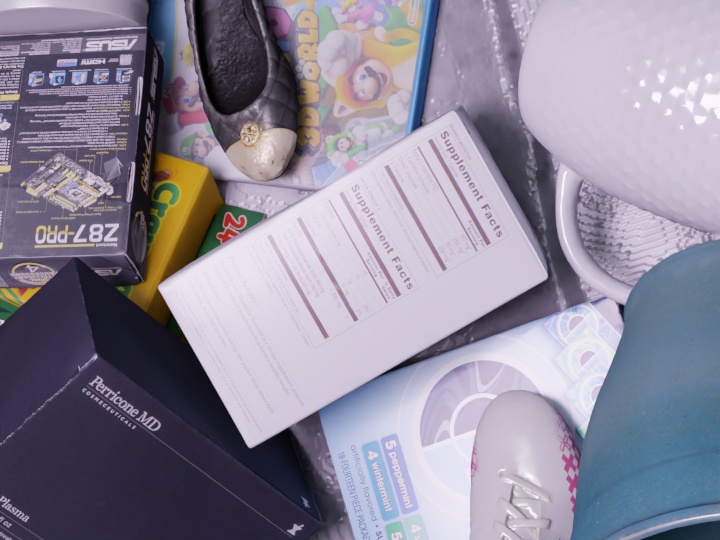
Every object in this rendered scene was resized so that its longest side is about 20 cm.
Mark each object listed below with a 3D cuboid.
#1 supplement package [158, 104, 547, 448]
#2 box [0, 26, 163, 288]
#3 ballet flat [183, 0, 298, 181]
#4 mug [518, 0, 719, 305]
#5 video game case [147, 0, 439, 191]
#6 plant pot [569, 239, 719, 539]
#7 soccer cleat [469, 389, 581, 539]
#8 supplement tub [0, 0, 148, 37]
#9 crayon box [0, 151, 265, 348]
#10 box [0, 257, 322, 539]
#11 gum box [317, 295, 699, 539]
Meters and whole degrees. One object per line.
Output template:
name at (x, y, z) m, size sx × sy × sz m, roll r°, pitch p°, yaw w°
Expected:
supplement package at (0.000, 0.000, 1.019) m, size 0.199 × 0.114 × 0.110 m, roll -30°, pitch 94°, yaw 9°
box at (-0.229, -0.071, 1.089) m, size 0.198 × 0.049 × 0.163 m, roll -2°, pitch 64°, yaw 8°
ballet flat at (-0.087, -0.152, 1.101) m, size 0.066 × 0.057 × 0.202 m, roll -19°, pitch 78°, yaw 18°
mug at (0.178, -0.077, 0.972) m, size 0.174 × 0.147 × 0.202 m, roll 18°, pitch 97°, yaw 24°
video game case at (-0.053, -0.127, 1.126) m, size 0.198 × 0.018 × 0.145 m, roll 8°, pitch 87°, yaw 21°
plant pot at (0.204, 0.093, 0.896) m, size 0.198 × 0.201 × 0.189 m, roll -8°, pitch 51°, yaw 19°
soccer cleat at (0.093, 0.167, 0.956) m, size 0.069 × 0.086 × 0.202 m, roll -6°, pitch 84°, yaw 18°
supplement tub at (-0.201, -0.252, 1.127) m, size 0.143 × 0.144 × 0.202 m, roll -4°, pitch 82°, yaw 19°
crayon box at (-0.175, -0.021, 1.113) m, size 0.198 × 0.051 × 0.128 m, roll 15°, pitch 68°, yaw 15°
box at (-0.158, 0.130, 1.030) m, size 0.182 × 0.200 × 0.104 m, roll -40°, pitch 35°, yaw 11°
gum box at (0.090, 0.127, 1.030) m, size 0.198 × 0.044 × 0.172 m, roll -21°, pitch 78°, yaw 17°
